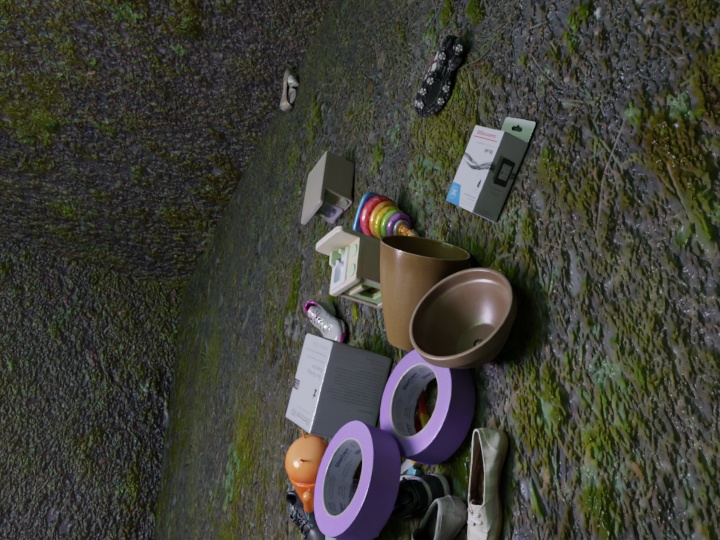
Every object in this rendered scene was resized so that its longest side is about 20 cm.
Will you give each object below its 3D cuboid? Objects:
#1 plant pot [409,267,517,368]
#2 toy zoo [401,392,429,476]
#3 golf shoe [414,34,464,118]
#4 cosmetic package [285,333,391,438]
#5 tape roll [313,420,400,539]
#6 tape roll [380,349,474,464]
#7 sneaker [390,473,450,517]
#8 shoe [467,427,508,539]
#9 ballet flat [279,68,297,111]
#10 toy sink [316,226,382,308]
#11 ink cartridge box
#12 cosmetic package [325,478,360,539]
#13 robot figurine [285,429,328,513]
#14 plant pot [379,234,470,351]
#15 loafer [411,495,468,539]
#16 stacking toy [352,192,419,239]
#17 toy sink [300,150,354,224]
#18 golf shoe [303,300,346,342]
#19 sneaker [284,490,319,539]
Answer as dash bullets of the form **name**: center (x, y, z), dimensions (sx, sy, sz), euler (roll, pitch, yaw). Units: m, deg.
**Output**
- **plant pot**: center (0.190, 0.101, 1.152), dimensions (0.196, 0.093, 0.204), euler (-24, 35, 18)
- **toy zoo**: center (0.096, 0.325, 1.333), dimensions (0.133, 0.020, 0.203), euler (-57, 30, 31)
- **golf shoe**: center (0.193, -0.469, 1.602), dimensions (0.204, 0.075, 0.088), euler (-63, 7, 15)
- **cosmetic package**: center (-0.052, 0.271, 1.508), dimensions (0.164, 0.161, 0.206), euler (3, 76, 64)
- **tape roll**: center (-0.009, 0.384, 1.193), dimensions (0.200, 0.064, 0.204), euler (-47, 29, 36)
- **tape roll**: center (0.122, 0.252, 1.228), dimensions (0.199, 0.064, 0.205), euler (-39, 38, 38)
- **sneaker**: center (0.066, 0.420, 1.214), dimensions (0.199, 0.109, 0.075), euler (-41, 57, 48)
- **shoe**: center (0.196, 0.358, 1.065), dimensions (0.069, 0.052, 0.207), euler (-17, 59, 60)
- **ballet flat**: center (-0.300, -0.785, 2.840), dimensions (0.066, 0.067, 0.207), euler (-8, 71, 41)
- **toy sink**: center (0.000, 0.000, 1.516), dimensions (0.130, 0.195, 0.115), euler (-31, 46, 52)
- **ink cartridge box**: center (0.254, -0.212, 1.292), dimensions (0.205, 0.065, 0.116), euler (-69, 24, 9)
- **cosmetic package**: center (-0.017, 0.502, 1.341), dimensions (0.201, 0.072, 0.105), euler (121, 156, -58)
- **robot figurine**: center (-0.101, 0.454, 1.472), dimensions (0.115, 0.204, 0.143), euler (20, 51, 42)
- **plant pot**: center (0.112, 0.050, 1.320), dimensions (0.186, 0.181, 0.207), euler (-142, 59, -63)
- **loafer**: center (0.114, 0.474, 1.142), dimensions (0.204, 0.068, 0.070), euler (-65, 26, 16)
- **stacking toy**: center (0.079, -0.108, 1.574), dimensions (0.199, 0.114, 0.113), euler (34, 107, 53)
- **toy sink**: center (-0.095, -0.229, 1.982), dimensions (0.130, 0.110, 0.205), euler (-43, 33, 46)
- **golf shoe**: center (-0.099, 0.144, 1.778), dimensions (0.077, 0.089, 0.200), euler (-64, 28, 13)
- **sneaker**: center (-0.130, 0.602, 1.563), dimensions (0.077, 0.077, 0.201), euler (-64, 27, 16)
